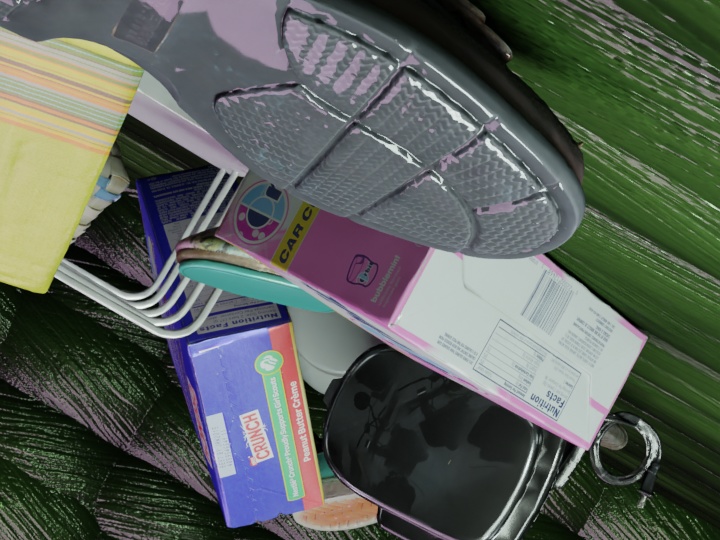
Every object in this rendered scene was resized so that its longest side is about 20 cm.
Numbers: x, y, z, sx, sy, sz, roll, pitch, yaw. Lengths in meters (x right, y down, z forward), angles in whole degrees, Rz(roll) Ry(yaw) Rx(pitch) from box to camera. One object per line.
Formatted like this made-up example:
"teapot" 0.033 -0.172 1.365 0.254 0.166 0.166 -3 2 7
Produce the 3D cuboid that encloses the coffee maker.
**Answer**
"coffee maker" 0.087 0.096 1.110 0.192 0.135 0.200 3 -173 11

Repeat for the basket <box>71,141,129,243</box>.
"basket" -0.290 -0.071 1.380 0.176 0.200 0.139 36 -155 -58

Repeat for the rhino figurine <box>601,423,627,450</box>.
"rhino figurine" 0.131 0.087 1.310 0.200 0.060 0.087 31 173 -41

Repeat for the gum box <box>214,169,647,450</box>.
"gum box" 0.041 0.011 0.851 0.113 0.066 0.200 26 175 40

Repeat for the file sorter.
"file sorter" -0.142 -0.049 1.081 0.139 0.125 0.200 31 177 -15

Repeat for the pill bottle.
"pill bottle" 0.002 0.043 1.318 0.111 0.111 0.200 29 177 11

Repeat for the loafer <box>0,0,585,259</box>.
"loafer" -0.026 -0.071 0.421 0.200 0.063 0.072 27 148 -21

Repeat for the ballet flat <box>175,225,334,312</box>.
"ballet flat" 0.000 0.000 0.976 0.200 0.071 0.069 20 168 -14

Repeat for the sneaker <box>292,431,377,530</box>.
"sneaker" 0.040 0.134 1.342 0.200 0.080 0.071 -13 145 19

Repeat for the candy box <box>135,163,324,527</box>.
"candy box" -0.093 0.048 1.259 0.200 0.077 0.169 -113 13 -51

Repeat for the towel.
"towel" -0.170 -0.060 0.893 0.086 0.018 0.200 19 139 -12
